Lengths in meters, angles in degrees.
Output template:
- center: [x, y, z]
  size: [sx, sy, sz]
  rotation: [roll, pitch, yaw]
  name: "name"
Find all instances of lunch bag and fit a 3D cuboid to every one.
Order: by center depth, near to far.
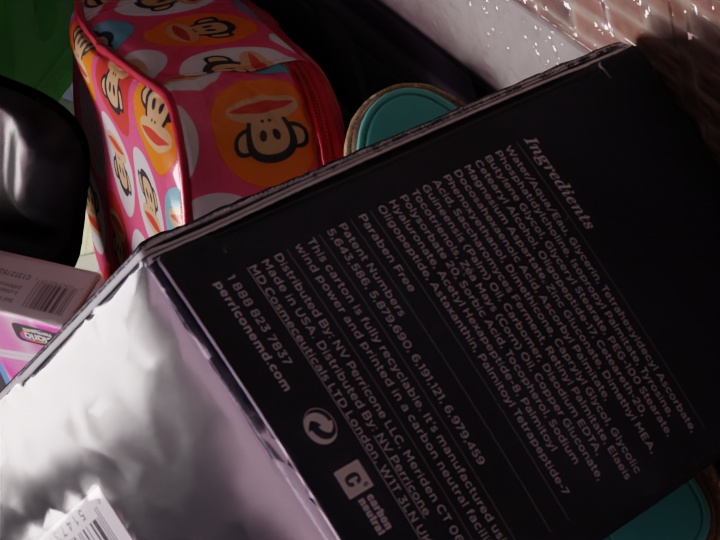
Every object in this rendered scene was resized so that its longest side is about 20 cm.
- center: [-0.064, -0.017, 0.869]
  size: [0.200, 0.082, 0.176]
  rotation: [-131, 36, -60]
  name: "lunch bag"

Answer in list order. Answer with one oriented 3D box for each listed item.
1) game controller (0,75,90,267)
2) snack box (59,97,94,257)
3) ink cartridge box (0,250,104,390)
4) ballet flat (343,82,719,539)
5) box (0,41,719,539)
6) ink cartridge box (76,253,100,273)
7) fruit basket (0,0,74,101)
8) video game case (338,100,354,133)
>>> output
- center: [-0.208, -0.058, 0.902]
  size: [0.200, 0.042, 0.104]
  rotation: [21, 124, 8]
  name: "game controller"
- center: [-0.131, -0.032, 1.156]
  size: [0.116, 0.037, 0.200]
  rotation: [19, 162, -4]
  name: "snack box"
- center: [-0.130, 0.068, 0.931]
  size: [0.095, 0.037, 0.200]
  rotation: [12, 144, 26]
  name: "ink cartridge box"
- center: [0.057, 0.026, 0.750]
  size: [0.200, 0.070, 0.065]
  rotation: [60, -179, 11]
  name: "ballet flat"
- center: [-0.005, 0.054, 0.622]
  size: [0.124, 0.196, 0.200]
  rotation: [56, 138, 7]
  name: "box"
- center: [-0.119, 0.082, 1.120]
  size: [0.147, 0.145, 0.200]
  rotation: [52, 150, -17]
  name: "ink cartridge box"
- center: [-0.213, -0.103, 1.025]
  size: [0.155, 0.216, 0.216]
  rotation: [21, 155, 8]
  name: "fruit basket"
- center: [0.000, 0.000, 0.957]
  size: [0.143, 0.019, 0.200]
  rotation: [45, 157, 43]
  name: "video game case"
